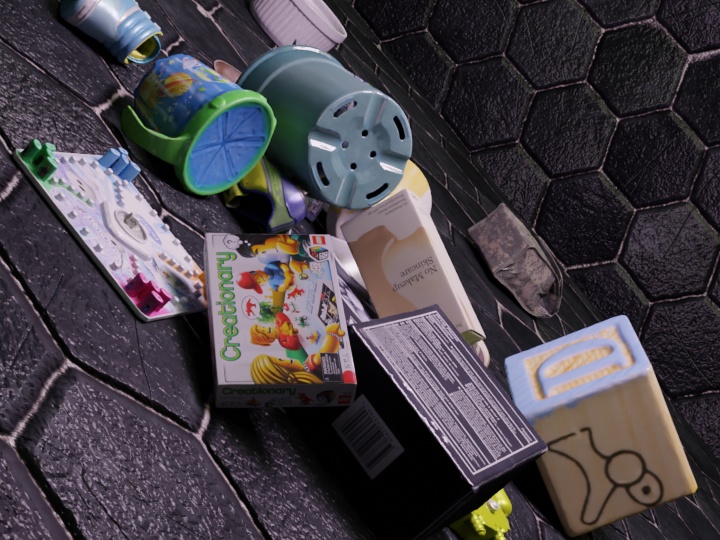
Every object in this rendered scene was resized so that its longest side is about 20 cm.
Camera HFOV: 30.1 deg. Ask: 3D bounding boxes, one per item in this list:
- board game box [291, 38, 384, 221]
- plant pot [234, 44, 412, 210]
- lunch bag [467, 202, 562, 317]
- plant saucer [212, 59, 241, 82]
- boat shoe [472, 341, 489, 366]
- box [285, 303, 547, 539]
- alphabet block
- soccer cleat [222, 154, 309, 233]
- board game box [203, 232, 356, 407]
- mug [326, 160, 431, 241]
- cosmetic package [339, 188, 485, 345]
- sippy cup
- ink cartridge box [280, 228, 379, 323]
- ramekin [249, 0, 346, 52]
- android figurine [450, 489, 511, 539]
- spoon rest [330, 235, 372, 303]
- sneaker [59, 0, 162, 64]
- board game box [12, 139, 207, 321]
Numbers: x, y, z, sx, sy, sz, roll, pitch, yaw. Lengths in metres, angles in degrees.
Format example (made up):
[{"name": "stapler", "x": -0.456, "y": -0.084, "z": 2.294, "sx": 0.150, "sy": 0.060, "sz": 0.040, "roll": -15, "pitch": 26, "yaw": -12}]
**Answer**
[{"name": "board game box", "x": -0.098, "y": -0.203, "z": 1.847, "sx": 0.199, "sy": 0.201, "sz": 0.062, "roll": 29, "pitch": 18, "yaw": -17}, {"name": "plant pot", "x": -0.044, "y": -0.171, "z": 1.703, "sx": 0.200, "sy": 0.201, "sz": 0.196, "roll": 39, "pitch": -5, "yaw": -34}, {"name": "lunch bag", "x": 0.334, "y": -0.012, "z": 2.759, "sx": 0.200, "sy": 0.117, "sz": 0.164, "roll": 45, "pitch": 12, "yaw": -38}, {"name": "plant saucer", "x": -0.155, "y": -0.228, "z": 1.991, "sx": 0.200, "sy": 0.032, "sz": 0.200, "roll": 46, "pitch": 14, "yaw": -15}, {"name": "boat shoe", "x": 0.115, "y": 0.068, "z": 1.945, "sx": 0.201, "sy": 0.072, "sz": 0.065, "roll": 57, "pitch": 10, "yaw": 8}, {"name": "box", "x": 0.056, "y": 0.155, "z": 1.353, "sx": 0.200, "sy": 0.123, "sz": 0.198, "roll": 53, "pitch": 26, "yaw": 15}, {"name": "alphabet block", "x": 0.325, "y": 0.210, "z": 1.841, "sx": 0.197, "sy": 0.194, "sz": 0.201, "roll": -85, "pitch": 153, "yaw": -69}, {"name": "soccer cleat", "x": -0.148, "y": -0.118, "z": 1.644, "sx": 0.200, "sy": 0.084, "sz": 0.065, "roll": 40, "pitch": -31, "yaw": 26}, {"name": "board game box", "x": -0.079, "y": 0.043, "z": 1.257, "sx": 0.125, "sy": 0.035, "sz": 0.201, "roll": 0, "pitch": 43, "yaw": -12}, {"name": "mug", "x": 0.009, "y": -0.095, "z": 1.910, "sx": 0.187, "sy": 0.149, "sz": 0.153, "roll": 61, "pitch": 20, "yaw": -13}, {"name": "cosmetic package", "x": 0.063, "y": 0.014, "z": 1.649, "sx": 0.201, "sy": 0.105, "sz": 0.071, "roll": 65, "pitch": 14, "yaw": 20}, {"name": "sippy cup", "x": -0.191, "y": -0.179, "z": 1.558, "sx": 0.130, "sy": 0.140, "sz": 0.178, "roll": 42, "pitch": 0, "yaw": 26}, {"name": "ink cartridge box", "x": -0.035, "y": 0.056, "z": 1.565, "sx": 0.198, "sy": 0.043, "sz": 0.200, "roll": 47, "pitch": 14, "yaw": -13}, {"name": "ramekin", "x": -0.130, "y": -0.504, "z": 2.672, "sx": 0.200, "sy": 0.105, "sz": 0.200, "roll": 45, "pitch": 15, "yaw": -15}, {"name": "android figurine", "x": 0.108, "y": 0.236, "z": 1.526, "sx": 0.182, "sy": 0.041, "sz": 0.200, "roll": 37, "pitch": 16, "yaw": -40}, {"name": "spoon rest", "x": 0.000, "y": 0.000, "z": 1.745, "sx": 0.100, "sy": 0.061, "sz": 0.200, "roll": 51, "pitch": 6, "yaw": 14}, {"name": "sneaker", "x": -0.306, "y": -0.329, "z": 1.701, "sx": 0.130, "sy": 0.079, "sz": 0.201, "roll": 40, "pitch": 25, "yaw": -23}, {"name": "board game box", "x": -0.220, "y": -0.043, "z": 1.289, "sx": 0.200, "sy": 0.026, "sz": 0.200, "roll": 51, "pitch": 13, "yaw": 8}]
